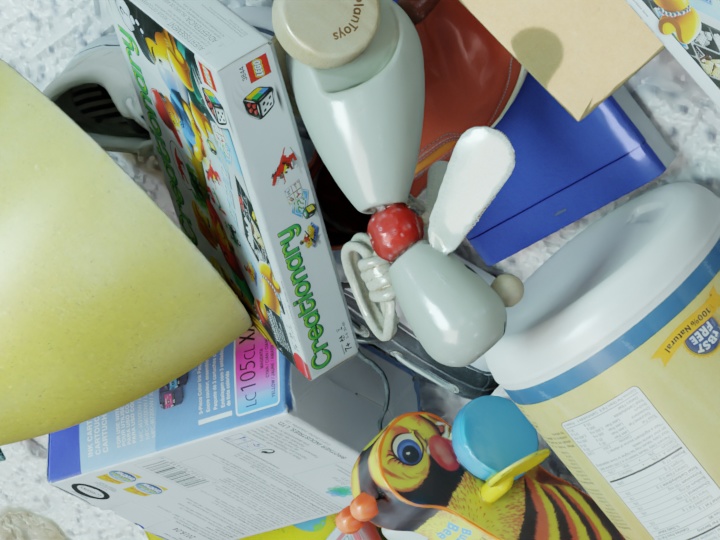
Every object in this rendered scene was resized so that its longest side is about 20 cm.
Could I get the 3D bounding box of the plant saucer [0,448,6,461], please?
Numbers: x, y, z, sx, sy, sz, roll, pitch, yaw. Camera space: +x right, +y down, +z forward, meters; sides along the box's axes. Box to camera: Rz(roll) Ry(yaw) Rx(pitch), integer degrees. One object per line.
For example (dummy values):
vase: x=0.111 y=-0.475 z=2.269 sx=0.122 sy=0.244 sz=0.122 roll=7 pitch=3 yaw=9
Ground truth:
plant saucer: x=-0.289 y=0.046 z=1.570 sx=0.200 sy=0.019 sz=0.070 roll=55 pitch=178 yaw=-38

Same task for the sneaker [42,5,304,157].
sneaker: x=-0.093 y=-0.091 z=1.364 sx=0.200 sy=0.071 sz=0.073 roll=-5 pitch=125 yaw=42

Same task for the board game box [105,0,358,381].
board game box: x=-0.065 y=-0.054 z=1.274 sx=0.126 sy=0.035 sz=0.200 roll=41 pitch=154 yaw=46

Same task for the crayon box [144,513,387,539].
crayon box: x=-0.035 y=0.163 z=1.543 sx=0.200 sy=0.051 sz=0.127 roll=-5 pitch=120 yaw=36

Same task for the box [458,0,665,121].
box: x=0.117 y=-0.188 z=1.166 sx=0.163 sy=0.021 sz=0.200 roll=45 pitch=116 yaw=-8

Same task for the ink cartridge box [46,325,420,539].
ink cartridge box: x=-0.084 y=0.094 z=1.435 sx=0.200 sy=0.076 sz=0.136 roll=-20 pitch=147 yaw=29

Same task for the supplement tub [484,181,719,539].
supplement tub: x=0.174 y=0.071 z=1.278 sx=0.145 sy=0.145 sz=0.200 roll=-30 pitch=104 yaw=43

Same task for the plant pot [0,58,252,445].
plant pot: x=-0.175 y=0.007 z=1.309 sx=0.200 sy=0.142 sz=0.200 roll=44 pitch=172 yaw=7

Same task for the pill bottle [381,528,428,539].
pill bottle: x=0.106 y=0.192 z=1.435 sx=0.200 sy=0.109 sz=0.109 roll=47 pitch=134 yaw=-6

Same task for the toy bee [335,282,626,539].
toy bee: x=0.038 y=0.116 z=1.327 sx=0.200 sy=0.109 sz=0.131 roll=28 pitch=140 yaw=16

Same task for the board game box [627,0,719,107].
board game box: x=0.205 y=-0.121 z=1.139 sx=0.126 sy=0.035 sz=0.200 roll=-36 pitch=110 yaw=24

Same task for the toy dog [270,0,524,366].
toy dog: x=0.029 y=-0.063 z=1.204 sx=0.200 sy=0.096 sz=0.132 roll=67 pitch=167 yaw=-13

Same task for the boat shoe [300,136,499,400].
boat shoe: x=0.000 y=0.000 z=1.391 sx=0.200 sy=0.072 sz=0.068 roll=33 pitch=139 yaw=3

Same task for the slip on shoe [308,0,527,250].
slip on shoe: x=0.024 y=-0.079 z=1.281 sx=0.074 sy=0.061 sz=0.200 roll=41 pitch=130 yaw=2

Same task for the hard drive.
hard drive: x=0.053 y=-0.107 z=1.305 sx=0.132 sy=0.025 sz=0.200 roll=-29 pitch=104 yaw=43

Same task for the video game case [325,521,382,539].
video game case: x=0.010 y=0.259 z=1.467 sx=0.143 sy=0.017 sz=0.200 roll=-54 pitch=55 yaw=45
